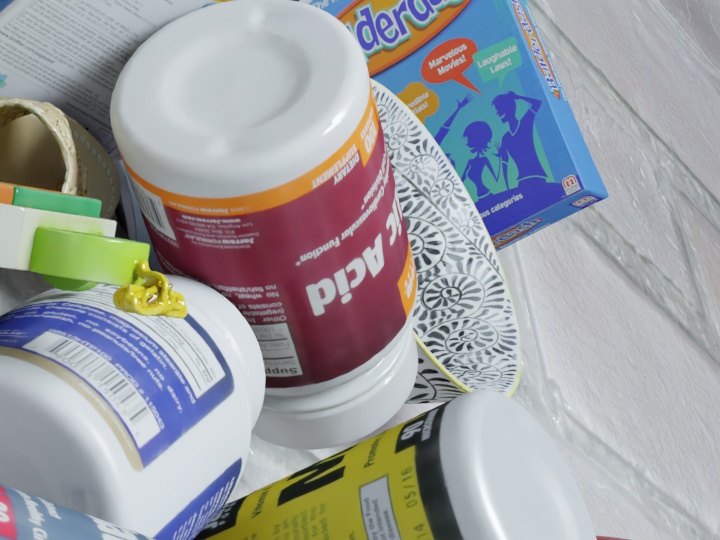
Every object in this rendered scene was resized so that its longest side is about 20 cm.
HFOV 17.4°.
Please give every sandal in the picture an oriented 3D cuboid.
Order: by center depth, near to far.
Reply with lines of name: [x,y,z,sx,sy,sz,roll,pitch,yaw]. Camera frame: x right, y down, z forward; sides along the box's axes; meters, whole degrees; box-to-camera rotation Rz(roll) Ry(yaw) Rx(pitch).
sandal: [-0.155,-0.041,0.990,0.070,0.078,0.212,32,-2,38]

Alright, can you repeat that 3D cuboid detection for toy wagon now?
toy wagon: [-0.152,-0.017,0.867,0.155,0.200,0.040,7,92,-65]

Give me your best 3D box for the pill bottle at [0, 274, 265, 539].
pill bottle: [-0.111,0.067,0.943,0.120,0.120,0.200,62,20,-4]

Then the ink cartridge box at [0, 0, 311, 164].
ink cartridge box: [-0.111,-0.133,1.054,0.136,0.200,0.076,29,28,-56]

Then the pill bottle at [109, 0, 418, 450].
pill bottle: [-0.036,-0.015,1.072,0.200,0.114,0.114,75,7,-47]

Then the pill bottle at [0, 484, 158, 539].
pill bottle: [-0.088,0.146,0.790,0.200,0.120,0.120,23,40,-27]

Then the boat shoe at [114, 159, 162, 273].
boat shoe: [-0.100,-0.047,1.187,0.200,0.070,0.066,65,-3,-10]

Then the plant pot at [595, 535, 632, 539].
plant pot: [0.104,0.255,1.128,0.201,0.200,0.183,58,30,-13]

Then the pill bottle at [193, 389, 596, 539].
pill bottle: [-0.008,0.138,0.986,0.114,0.200,0.114,49,25,-33]

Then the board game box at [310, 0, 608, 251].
board game box: [0.046,-0.104,1.464,0.045,0.152,0.200,11,54,-63]

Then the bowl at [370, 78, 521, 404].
bowl: [0.000,0.000,1.313,0.201,0.094,0.201,48,26,-33]
